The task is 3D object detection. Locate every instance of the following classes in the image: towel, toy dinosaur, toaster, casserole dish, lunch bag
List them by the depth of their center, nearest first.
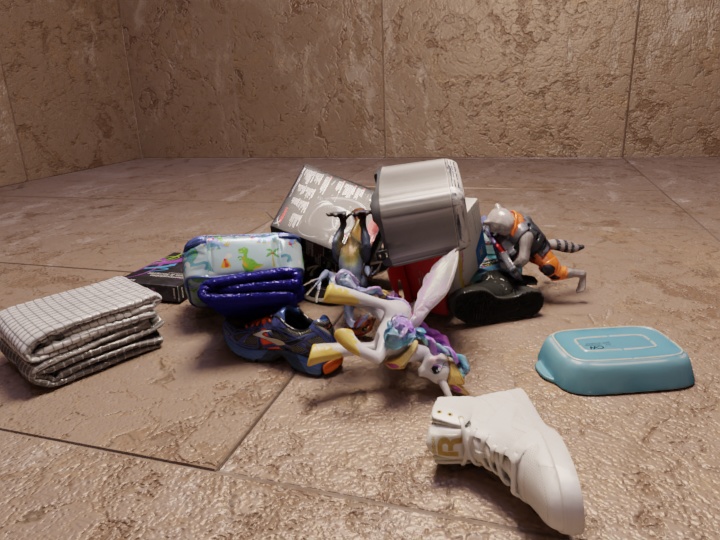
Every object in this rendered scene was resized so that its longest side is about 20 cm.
[{"bbox_3d":[0.324,0.109,0.699,0.195,0.040,0.121,-4,18,-2],"label":"casserole dish"},{"bbox_3d":[0.085,-0.085,0.779,0.126,0.116,0.201,-10,27,10],"label":"toaster"},{"bbox_3d":[-0.404,0.084,0.796,0.164,0.087,0.198,13,26,43],"label":"towel"},{"bbox_3d":[-0.155,0.044,0.818,0.144,0.051,0.200,-10,-10,-7],"label":"towel"},{"bbox_3d":[0.000,0.000,0.847,0.103,0.186,0.199,-1,10,23],"label":"toy dinosaur"},{"bbox_3d":[-0.197,0.002,0.917,0.195,0.084,0.161,-6,-21,-13],"label":"lunch bag"}]

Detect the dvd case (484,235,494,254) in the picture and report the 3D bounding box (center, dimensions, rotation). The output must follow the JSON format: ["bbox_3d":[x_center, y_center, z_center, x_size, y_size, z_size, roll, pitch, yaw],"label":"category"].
[{"bbox_3d":[0.200,-0.070,1.122,0.142,0.023,0.200,1,16,4],"label":"dvd case"}]

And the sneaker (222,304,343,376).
[{"bbox_3d":[-0.111,0.083,0.763,0.196,0.080,0.075,7,20,25],"label":"sneaker"}]

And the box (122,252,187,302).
[{"bbox_3d":[-0.366,0.009,1.083,0.140,0.037,0.200,3,20,15],"label":"box"}]

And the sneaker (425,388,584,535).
[{"bbox_3d":[0.119,0.171,0.499,0.113,0.075,0.200,-4,9,0],"label":"sneaker"}]

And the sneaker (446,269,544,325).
[{"bbox_3d":[0.217,0.038,0.891,0.195,0.061,0.104,-1,20,-16],"label":"sneaker"}]

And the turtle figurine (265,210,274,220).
[{"bbox_3d":[-0.089,-0.077,1.071,0.198,0.102,0.150,34,4,-17],"label":"turtle figurine"}]

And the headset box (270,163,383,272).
[{"bbox_3d":[-0.040,-0.083,0.975,0.196,0.078,0.151,21,62,6],"label":"headset box"}]

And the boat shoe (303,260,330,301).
[{"bbox_3d":[-0.091,0.006,1.016,0.073,0.062,0.199,-13,21,-29],"label":"boat shoe"}]

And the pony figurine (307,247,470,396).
[{"bbox_3d":[0.047,0.066,0.695,0.196,0.168,0.195,16,45,-4],"label":"pony figurine"}]

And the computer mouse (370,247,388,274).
[{"bbox_3d":[0.058,-0.028,1.004,0.197,0.045,0.110,-23,6,27],"label":"computer mouse"}]

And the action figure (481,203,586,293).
[{"bbox_3d":[0.281,-0.056,0.931,0.191,0.105,0.201,29,24,-27],"label":"action figure"}]

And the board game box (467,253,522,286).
[{"bbox_3d":[0.182,-0.005,1.036,0.149,0.048,0.199,-14,22,-30],"label":"board game box"}]

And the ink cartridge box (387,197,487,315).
[{"bbox_3d":[0.128,-0.015,0.872,0.066,0.118,0.200,10,44,36],"label":"ink cartridge box"}]
